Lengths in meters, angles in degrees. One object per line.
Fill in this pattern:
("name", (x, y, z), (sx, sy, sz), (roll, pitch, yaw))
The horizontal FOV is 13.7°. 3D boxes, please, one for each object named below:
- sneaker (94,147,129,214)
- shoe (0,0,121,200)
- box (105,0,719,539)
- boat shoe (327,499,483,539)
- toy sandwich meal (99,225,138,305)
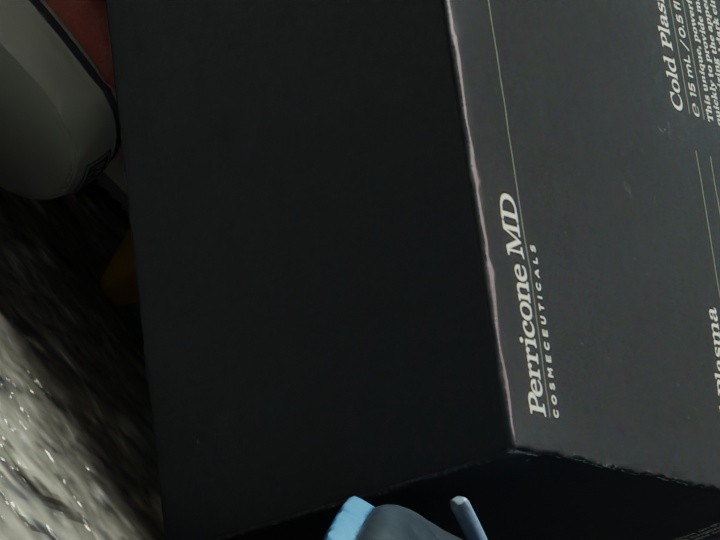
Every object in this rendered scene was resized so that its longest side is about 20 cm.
("sneaker", (-0.071, -0.074, 0.929), (0.200, 0.082, 0.070), (40, 12, -53))
("shoe", (-0.115, -0.121, 0.801), (0.200, 0.091, 0.071), (52, -37, -15))
("box", (0.032, -0.026, 0.775), (0.182, 0.104, 0.201), (17, 60, -53))
("boat shoe", (0.020, 0.083, 0.599), (0.068, 0.084, 0.200), (22, 8, 6))
("toy sandwich meal", (0.000, 0.000, 0.892), (0.205, 0.070, 0.206), (19, 67, -50))
